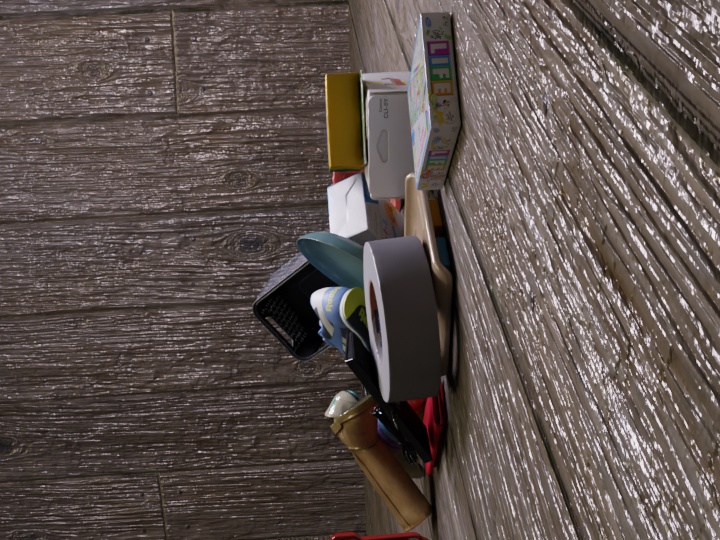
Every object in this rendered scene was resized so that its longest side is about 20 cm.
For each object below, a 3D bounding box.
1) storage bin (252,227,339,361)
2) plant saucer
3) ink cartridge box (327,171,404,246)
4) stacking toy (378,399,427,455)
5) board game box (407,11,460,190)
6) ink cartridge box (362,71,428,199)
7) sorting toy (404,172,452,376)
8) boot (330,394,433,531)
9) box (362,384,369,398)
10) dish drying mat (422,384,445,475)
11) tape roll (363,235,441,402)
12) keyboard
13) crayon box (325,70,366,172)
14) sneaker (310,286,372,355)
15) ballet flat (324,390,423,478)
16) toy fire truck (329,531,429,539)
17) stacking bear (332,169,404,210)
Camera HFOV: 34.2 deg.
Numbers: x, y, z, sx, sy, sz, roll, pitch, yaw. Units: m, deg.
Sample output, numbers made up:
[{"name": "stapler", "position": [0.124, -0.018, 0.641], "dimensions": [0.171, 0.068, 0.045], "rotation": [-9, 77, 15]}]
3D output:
[{"name": "storage bin", "position": [-0.059, 0.036, 1.876], "dimensions": [0.135, 0.199, 0.094], "rotation": [46, -147, -12]}, {"name": "plant saucer", "position": [0.000, 0.000, 1.663], "dimensions": [0.028, 0.199, 0.200], "rotation": [-59, -5, -13]}, {"name": "ink cartridge box", "position": [0.032, -0.042, 1.774], "dimensions": [0.200, 0.067, 0.116], "rotation": [44, -149, -44]}, {"name": "stacking toy", "position": [0.067, 0.207, 1.769], "dimensions": [0.201, 0.084, 0.086], "rotation": [100, 167, -60]}, {"name": "board game box", "position": [0.083, -0.190, 1.353], "dimensions": [0.200, 0.034, 0.136], "rotation": [97, 169, -75]}, {"name": "ink cartridge box", "position": [0.046, -0.190, 1.620], "dimensions": [0.200, 0.082, 0.147], "rotation": [-99, 7, -73]}, {"name": "sorting toy", "position": [0.090, 0.004, 1.488], "dimensions": [0.201, 0.036, 0.186], "rotation": [-103, 9, -47]}, {"name": "boot", "position": [0.042, 0.290, 1.760], "dimensions": [0.201, 0.066, 0.175], "rotation": [54, 165, 8]}, {"name": "box", "position": [0.047, 0.148, 1.978], "dimensions": [0.164, 0.085, 0.202], "rotation": [-109, 16, -78]}, {"name": "dish drying mat", "position": [0.101, 0.218, 1.627], "dimensions": [0.201, 0.018, 0.078], "rotation": [90, 175, -62]}, {"name": "tape roll", "position": [0.050, 0.060, 1.451], "dimensions": [0.200, 0.065, 0.203], "rotation": [172, 90, -84]}, {"name": "keyboard", "position": [0.037, 0.181, 1.528], "dimensions": [0.201, 0.020, 0.127], "rotation": [53, -165, -26]}, {"name": "crayon box", "position": [-0.022, -0.205, 1.631], "dimensions": [0.200, 0.051, 0.127], "rotation": [-136, 43, -86]}, {"name": "sneaker", "position": [-0.014, 0.091, 1.758], "dimensions": [0.074, 0.082, 0.201], "rotation": [-63, -34, -33]}, {"name": "ballet flat", "position": [0.018, 0.282, 1.885], "dimensions": [0.200, 0.069, 0.069], "rotation": [48, -175, -10]}, {"name": "toy fire truck", "position": [0.038, 0.477, 1.697], "dimensions": [0.112, 0.166, 0.202], "rotation": [-142, 49, -87]}, {"name": "stacking bear", "position": [0.023, -0.136, 1.944], "dimensions": [0.200, 0.112, 0.123], "rotation": [-65, -24, -73]}]
